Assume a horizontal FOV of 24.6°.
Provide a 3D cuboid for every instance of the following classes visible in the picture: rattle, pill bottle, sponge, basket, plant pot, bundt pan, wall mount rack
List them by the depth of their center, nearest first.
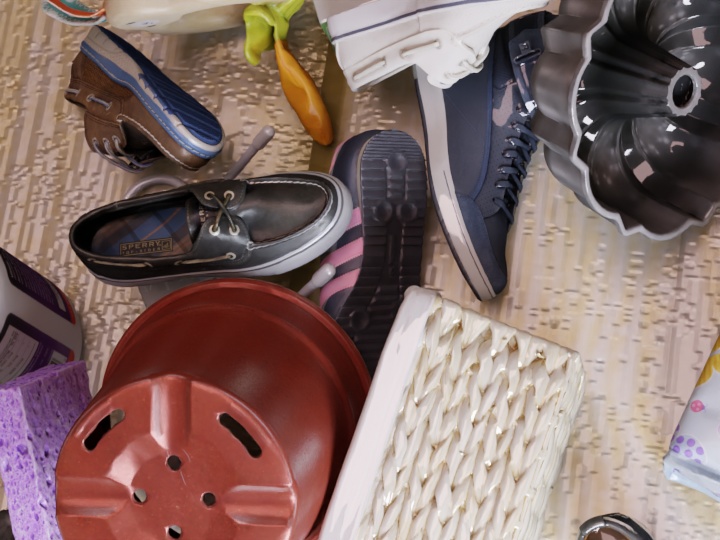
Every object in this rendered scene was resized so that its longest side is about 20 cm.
[{"bbox_3d":[-0.097,0.119,1.054,0.199,0.195,0.203,1,98,7],"label":"plant pot"},{"bbox_3d":[0.063,0.132,1.082,0.122,0.136,0.201,18,79,14],"label":"basket"},{"bbox_3d":[0.190,-0.126,1.104,0.076,0.202,0.203,24,79,50],"label":"bundt pan"},{"bbox_3d":[-0.200,0.167,1.115,0.030,0.112,0.202,-10,92,13],"label":"sponge"},{"bbox_3d":[-0.282,0.031,1.151,0.110,0.200,0.112,-4,72,13],"label":"pill bottle"},{"bbox_3d":[-0.109,-0.004,1.193,0.173,0.075,0.201,-26,70,5],"label":"wall mount rack"},{"bbox_3d":[-0.133,-0.154,1.212,0.199,0.130,0.144,-12,107,-24],"label":"rattle"}]

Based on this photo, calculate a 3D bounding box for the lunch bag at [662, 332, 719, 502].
[{"bbox_3d":[0.312,0.092,1.036,0.199,0.127,0.171,26,83,13],"label":"lunch bag"}]

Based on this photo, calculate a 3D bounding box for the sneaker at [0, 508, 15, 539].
[{"bbox_3d":[-0.246,0.246,1.142,0.095,0.079,0.201,-14,47,17],"label":"sneaker"}]

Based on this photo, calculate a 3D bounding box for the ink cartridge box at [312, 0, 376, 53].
[{"bbox_3d":[0.000,-0.277,1.254,0.103,0.059,0.202,-18,70,8],"label":"ink cartridge box"}]

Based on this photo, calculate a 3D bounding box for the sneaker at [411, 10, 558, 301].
[{"bbox_3d":[0.120,-0.088,1.160,0.145,0.077,0.204,-13,70,13],"label":"sneaker"}]

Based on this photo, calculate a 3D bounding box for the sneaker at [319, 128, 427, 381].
[{"bbox_3d":[0.000,0.000,1.179,0.070,0.082,0.202,10,90,-28],"label":"sneaker"}]

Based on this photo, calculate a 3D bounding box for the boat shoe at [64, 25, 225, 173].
[{"bbox_3d":[-0.164,-0.111,1.222,0.073,0.072,0.200,-56,37,8],"label":"boat shoe"}]

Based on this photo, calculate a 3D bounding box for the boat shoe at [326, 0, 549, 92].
[{"bbox_3d":[0.060,-0.161,1.126,0.199,0.071,0.070,-9,97,41],"label":"boat shoe"}]

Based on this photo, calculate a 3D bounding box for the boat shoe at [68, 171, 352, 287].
[{"bbox_3d":[-0.105,-0.029,1.133,0.198,0.057,0.069,-12,72,13],"label":"boat shoe"}]

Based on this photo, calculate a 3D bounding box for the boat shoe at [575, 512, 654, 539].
[{"bbox_3d":[0.198,0.245,1.049,0.071,0.068,0.201,-31,71,2],"label":"boat shoe"}]
